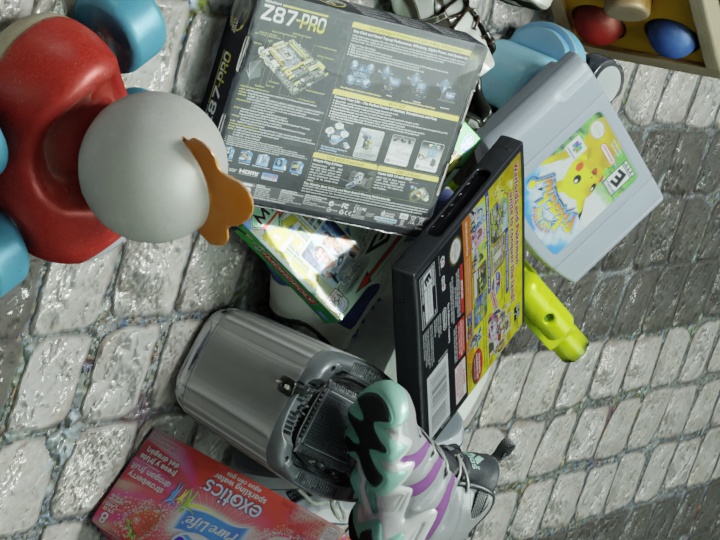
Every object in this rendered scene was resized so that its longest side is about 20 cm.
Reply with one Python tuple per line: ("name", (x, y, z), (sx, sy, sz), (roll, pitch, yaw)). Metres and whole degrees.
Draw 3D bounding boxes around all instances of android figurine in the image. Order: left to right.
("android figurine", (0.132, -0.006, 1.881), (0.041, 0.182, 0.200), (-38, 118, 6))

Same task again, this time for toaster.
("toaster", (-0.059, 0.105, 1.679), (0.200, 0.129, 0.114), (31, 85, -57))

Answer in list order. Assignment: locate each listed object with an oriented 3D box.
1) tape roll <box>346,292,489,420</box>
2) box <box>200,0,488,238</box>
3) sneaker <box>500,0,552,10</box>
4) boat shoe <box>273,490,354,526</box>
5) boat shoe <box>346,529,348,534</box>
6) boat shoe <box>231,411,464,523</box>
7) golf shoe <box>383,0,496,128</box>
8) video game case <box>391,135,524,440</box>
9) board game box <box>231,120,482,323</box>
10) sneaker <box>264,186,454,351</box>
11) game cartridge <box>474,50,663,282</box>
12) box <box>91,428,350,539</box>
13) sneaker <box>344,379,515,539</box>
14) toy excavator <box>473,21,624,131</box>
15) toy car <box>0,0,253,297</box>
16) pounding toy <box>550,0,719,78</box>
("tape roll", (0.044, 0.079, 1.897), (0.202, 0.071, 0.203), (-38, 141, -38))
("box", (-0.019, -0.119, 1.570), (0.199, 0.049, 0.162), (10, 108, -28))
("sneaker", (0.073, -0.270, 1.608), (0.199, 0.081, 0.084), (20, 90, -31))
("boat shoe", (-0.058, 0.213, 1.853), (0.070, 0.071, 0.200), (-42, 165, 32))
("boat shoe", (0.023, 0.275, 2.020), (0.200, 0.066, 0.070), (-56, 150, -14))
("boat shoe", (-0.009, 0.171, 1.800), (0.201, 0.075, 0.086), (-11, 130, -10))
("golf shoe", (0.073, -0.203, 1.698), (0.078, 0.094, 0.201), (-42, 143, -31))
("video game case", (0.082, 0.021, 1.692), (0.181, 0.025, 0.201), (-49, 148, -38))
("board game box", (-0.009, -0.077, 1.652), (0.135, 0.029, 0.200), (45, 69, -19))
("sneaker", (-0.001, 0.000, 1.742), (0.199, 0.081, 0.116), (-14, 138, -27))
("game cartridge", (0.179, -0.082, 1.830), (0.133, 0.040, 0.200), (-41, 132, -3))
("box", (-0.099, 0.220, 1.642), (0.096, 0.199, 0.100), (-55, 149, -18))
("sneaker", (0.062, 0.149, 1.657), (0.139, 0.078, 0.201), (-16, 137, -20))
("toy excavator", (0.110, -0.137, 1.831), (0.200, 0.100, 0.195), (19, 98, -47))
("toy car", (-0.149, -0.060, 1.340), (0.184, 0.199, 0.178), (-41, 144, -34))
("pounding toy", (0.228, -0.262, 1.837), (0.143, 0.183, 0.200), (-66, 153, -21))
